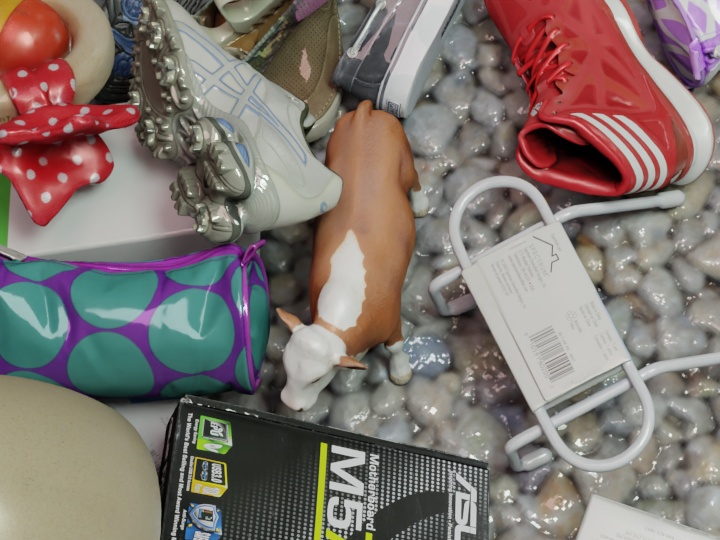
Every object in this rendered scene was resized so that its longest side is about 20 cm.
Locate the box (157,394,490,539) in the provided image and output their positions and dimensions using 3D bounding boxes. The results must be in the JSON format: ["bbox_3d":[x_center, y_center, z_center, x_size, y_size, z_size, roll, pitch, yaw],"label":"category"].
[{"bbox_3d":[-0.024,0.183,0.882,0.191,0.048,0.202,14,56,-13],"label":"box"}]

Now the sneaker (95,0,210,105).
[{"bbox_3d":[-0.134,-0.206,1.137,0.075,0.077,0.202,29,88,-17],"label":"sneaker"}]

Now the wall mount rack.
[{"bbox_3d":[0.141,0.026,0.968,0.172,0.075,0.202,-27,63,4],"label":"wall mount rack"}]

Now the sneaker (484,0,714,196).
[{"bbox_3d":[0.123,-0.125,1.006,0.115,0.079,0.200,-17,53,-42],"label":"sneaker"}]

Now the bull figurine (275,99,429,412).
[{"bbox_3d":[0.000,0.000,0.979,0.064,0.122,0.202,6,67,15],"label":"bull figurine"}]

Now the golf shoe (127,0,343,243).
[{"bbox_3d":[-0.079,-0.093,0.972,0.096,0.079,0.201,-3,46,-30],"label":"golf shoe"}]

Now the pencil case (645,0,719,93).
[{"bbox_3d":[0.276,-0.191,1.024,0.198,0.084,0.086,-29,29,0],"label":"pencil case"}]

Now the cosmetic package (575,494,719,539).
[{"bbox_3d":[0.127,0.236,0.854,0.084,0.108,0.202,17,72,16],"label":"cosmetic package"}]

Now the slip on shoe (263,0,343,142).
[{"bbox_3d":[-0.049,-0.185,1.107,0.075,0.061,0.202,-3,66,11],"label":"slip on shoe"}]

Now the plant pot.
[{"bbox_3d":[-0.223,0.135,0.849,0.199,0.134,0.202,-20,52,27],"label":"plant pot"}]

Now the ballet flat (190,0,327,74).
[{"bbox_3d":[-0.080,-0.163,1.051,0.200,0.071,0.070,-43,68,26],"label":"ballet flat"}]

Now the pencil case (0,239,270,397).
[{"bbox_3d":[-0.151,0.026,0.944,0.197,0.085,0.094,1,103,8],"label":"pencil case"}]

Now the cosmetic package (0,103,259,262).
[{"bbox_3d":[-0.169,-0.040,1.047,0.197,0.085,0.109,-9,61,9],"label":"cosmetic package"}]

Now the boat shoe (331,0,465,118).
[{"bbox_3d":[0.041,-0.202,1.088,0.067,0.072,0.202,24,80,7],"label":"boat shoe"}]

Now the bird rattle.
[{"bbox_3d":[-0.219,-0.128,0.992,0.198,0.113,0.164,11,48,19],"label":"bird rattle"}]

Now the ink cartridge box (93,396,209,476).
[{"bbox_3d":[-0.169,0.143,0.982,0.199,0.067,0.116,-35,63,-4],"label":"ink cartridge box"}]
